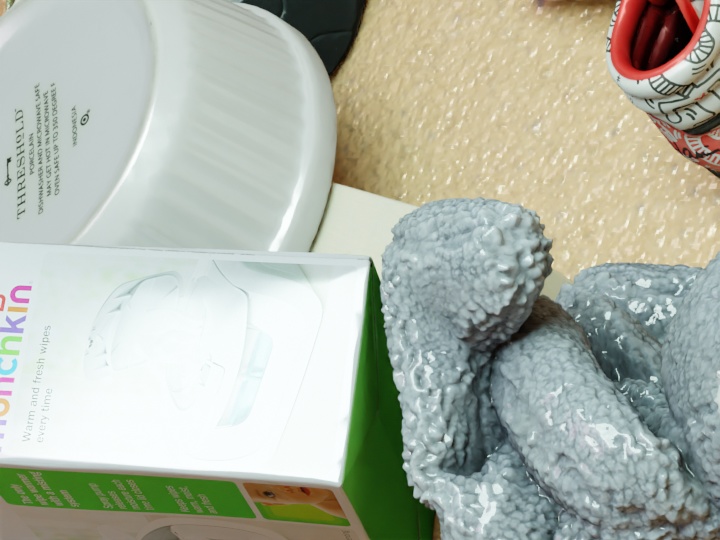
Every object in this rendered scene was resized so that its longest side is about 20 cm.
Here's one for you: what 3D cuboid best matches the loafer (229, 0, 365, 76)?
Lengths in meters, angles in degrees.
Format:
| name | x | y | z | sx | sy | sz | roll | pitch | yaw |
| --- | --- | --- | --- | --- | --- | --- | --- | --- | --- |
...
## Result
| name | x | y | z | sx | sy | sz | roll | pitch | yaw |
| --- | --- | --- | --- | --- | --- | --- | --- | --- | --- |
| loafer | -0.035 | -0.147 | 1.212 | 0.200 | 0.073 | 0.072 | -51 | 34 | -4 |

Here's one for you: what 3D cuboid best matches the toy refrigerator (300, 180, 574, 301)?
| name | x | y | z | sx | sy | sz | roll | pitch | yaw |
| --- | --- | --- | --- | --- | --- | --- | --- | --- | --- |
| toy refrigerator | 0.000 | 0.000 | 1.087 | 0.200 | 0.076 | 0.070 | 17 | 81 | 48 |

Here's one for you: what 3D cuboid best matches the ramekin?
| name | x | y | z | sx | sy | sz | roll | pitch | yaw |
| --- | --- | --- | --- | --- | --- | --- | --- | --- | --- |
| ramekin | -0.114 | -0.046 | 1.096 | 0.202 | 0.094 | 0.203 | -22 | 54 | 34 |

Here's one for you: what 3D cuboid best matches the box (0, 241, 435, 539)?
| name | x | y | z | sx | sy | sz | roll | pitch | yaw |
| --- | --- | --- | --- | --- | --- | --- | --- | --- | --- |
| box | -0.069 | 0.069 | 0.980 | 0.175 | 0.200 | 0.097 | 2 | 66 | 11 |

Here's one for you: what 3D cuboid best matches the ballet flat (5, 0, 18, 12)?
| name | x | y | z | sx | sy | sz | roll | pitch | yaw |
| --- | --- | --- | --- | --- | --- | --- | --- | --- | --- |
| ballet flat | -0.164 | -0.086 | 1.298 | 0.071 | 0.071 | 0.201 | -28 | 52 | 30 |

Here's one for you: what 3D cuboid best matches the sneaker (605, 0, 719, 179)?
| name | x | y | z | sx | sy | sz | roll | pitch | yaw |
| --- | --- | --- | --- | --- | --- | --- | --- | --- | --- |
| sneaker | 0.179 | -0.134 | 0.964 | 0.202 | 0.108 | 0.067 | -55 | 43 | 5 |

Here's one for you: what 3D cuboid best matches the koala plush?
| name | x | y | z | sx | sy | sz | roll | pitch | yaw |
| --- | --- | --- | --- | --- | --- | --- | --- | --- | --- |
| koala plush | 0.135 | 0.054 | 0.873 | 0.199 | 0.177 | 0.185 | -18 | 68 | 36 |
